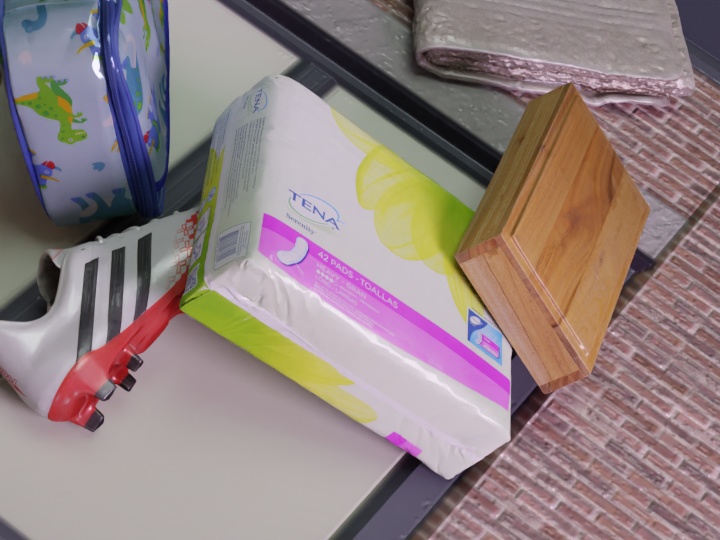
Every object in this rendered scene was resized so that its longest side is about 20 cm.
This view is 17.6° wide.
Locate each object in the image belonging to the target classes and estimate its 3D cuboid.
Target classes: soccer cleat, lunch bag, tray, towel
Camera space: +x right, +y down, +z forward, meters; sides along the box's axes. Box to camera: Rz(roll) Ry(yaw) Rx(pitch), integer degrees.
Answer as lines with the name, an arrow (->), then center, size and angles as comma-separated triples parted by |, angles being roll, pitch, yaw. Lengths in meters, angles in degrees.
soccer cleat -> -0.130, 0.004, 1.277 | 0.085, 0.069, 0.200 | 36, 50, 5
lunch bag -> -0.155, -0.135, 1.327 | 0.082, 0.161, 0.201 | -6, 48, 1
tray -> 0.118, -0.024, 1.368 | 0.099, 0.037, 0.200 | 56, 29, -17
towel -> 0.125, -0.172, 1.572 | 0.198, 0.035, 0.133 | 8, 45, -14

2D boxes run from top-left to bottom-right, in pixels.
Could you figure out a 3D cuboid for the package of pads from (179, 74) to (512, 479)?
package of pads -> 0.000, 0.000, 1.286 | 0.199, 0.068, 0.155 | 34, 39, -27
